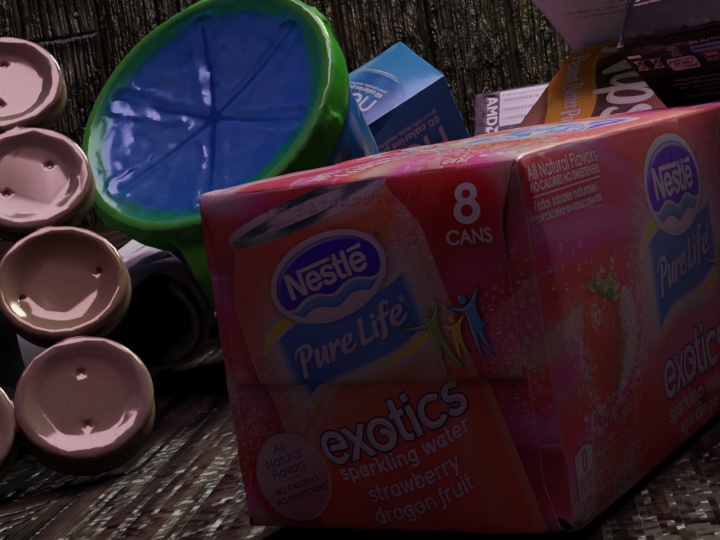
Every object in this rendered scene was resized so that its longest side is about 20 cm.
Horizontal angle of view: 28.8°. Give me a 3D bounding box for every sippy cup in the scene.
[{"bbox_3d":[-0.046,-0.044,0.689,0.139,0.179,0.130,15,-21,35],"label":"sippy cup"}]

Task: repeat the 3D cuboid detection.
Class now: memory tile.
[{"bbox_3d":[-0.168,-0.002,0.528,0.152,0.201,0.017,-14,-30,-14],"label":"memory tile"}]

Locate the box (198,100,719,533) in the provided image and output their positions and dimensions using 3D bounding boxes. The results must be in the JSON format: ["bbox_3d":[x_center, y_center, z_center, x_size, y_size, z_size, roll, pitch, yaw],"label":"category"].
[{"bbox_3d":[0.054,0.005,0.433,0.102,0.095,0.200,-4,8,33],"label":"box"}]

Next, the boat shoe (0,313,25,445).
[{"bbox_3d":[-0.222,0.036,0.609,0.199,0.093,0.075,-6,7,30],"label":"boat shoe"}]

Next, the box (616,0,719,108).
[{"bbox_3d":[0.222,-0.057,0.487,0.199,0.048,0.193,-5,-29,43],"label":"box"}]

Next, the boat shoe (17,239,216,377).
[{"bbox_3d":[-0.106,0.026,0.700,0.065,0.074,0.200,9,16,21],"label":"boat shoe"}]

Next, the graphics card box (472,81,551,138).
[{"bbox_3d":[0.184,-0.078,0.939,0.199,0.051,0.126,-9,-36,18],"label":"graphics card box"}]

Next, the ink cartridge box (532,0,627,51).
[{"bbox_3d":[0.178,-0.163,0.741,0.145,0.085,0.200,-4,-23,32],"label":"ink cartridge box"}]

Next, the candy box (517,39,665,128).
[{"bbox_3d":[0.126,-0.049,0.667,0.115,0.056,0.200,-7,30,37],"label":"candy box"}]

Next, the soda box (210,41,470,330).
[{"bbox_3d":[-0.032,-0.054,0.864,0.199,0.068,0.064,-34,38,-8],"label":"soda box"}]
